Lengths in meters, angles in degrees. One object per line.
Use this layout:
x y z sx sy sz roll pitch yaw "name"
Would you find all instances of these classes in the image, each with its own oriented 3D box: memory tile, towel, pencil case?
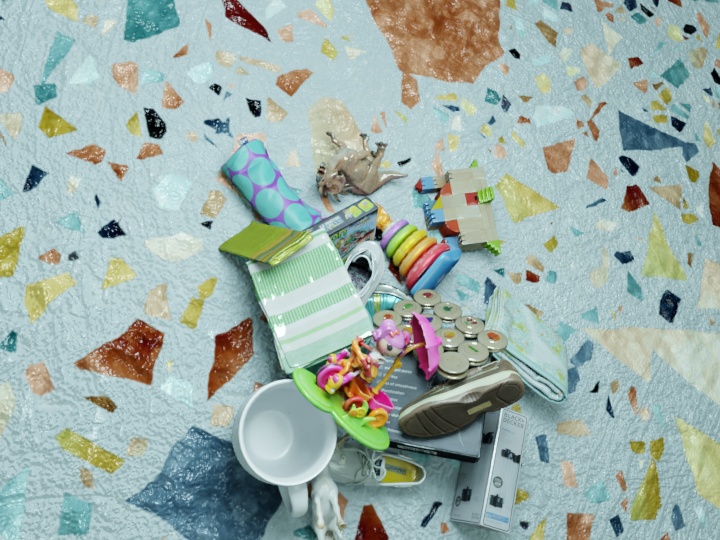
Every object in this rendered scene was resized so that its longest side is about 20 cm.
0.127 0.097 1.117 0.152 0.017 0.199 -23 41 -35 "memory tile"
-0.082 0.043 1.064 0.151 0.023 0.202 -24 65 -3 "towel"
-0.153 -0.137 1.207 0.092 0.085 0.201 -39 92 -11 "pencil case"
-0.161 -0.048 1.124 0.086 0.199 0.018 -36 117 -26 "towel"
0.315 0.136 1.294 0.199 0.048 0.172 40 35 -8 "towel"

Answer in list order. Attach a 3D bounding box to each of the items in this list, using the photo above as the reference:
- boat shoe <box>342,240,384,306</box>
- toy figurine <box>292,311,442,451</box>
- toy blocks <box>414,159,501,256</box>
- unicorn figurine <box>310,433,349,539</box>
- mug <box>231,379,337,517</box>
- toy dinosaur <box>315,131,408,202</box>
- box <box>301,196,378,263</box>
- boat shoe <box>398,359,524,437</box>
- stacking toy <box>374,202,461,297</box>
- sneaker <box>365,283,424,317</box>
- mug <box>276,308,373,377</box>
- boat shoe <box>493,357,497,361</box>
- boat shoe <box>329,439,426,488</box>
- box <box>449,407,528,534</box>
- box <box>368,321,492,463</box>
0.000 0.000 1.158 0.071 0.069 0.201 26 40 7 "boat shoe"
0.029 0.134 1.001 0.199 0.151 0.184 35 102 -35 "toy figurine"
0.184 -0.116 1.339 0.134 0.100 0.203 -8 77 -11 "toy blocks"
-0.049 0.362 1.072 0.073 0.138 0.203 8 116 -18 "unicorn figurine"
-0.120 0.276 1.054 0.146 0.175 0.203 -13 81 -21 "mug"
-0.010 -0.178 1.281 0.198 0.085 0.138 19 79 -33 "toy dinosaur"
-0.059 -0.043 1.203 0.199 0.111 0.035 -31 61 -25 "box"
0.152 0.195 1.068 0.199 0.075 0.075 -19 123 6 "boat shoe"
0.079 -0.053 1.274 0.200 0.110 0.116 45 21 12 "stacking toy"
0.018 0.060 1.237 0.197 0.077 0.081 12 86 -10 "sneaker"
-0.071 0.108 1.149 0.150 0.115 0.186 -5 44 -29 "mug"
0.203 0.197 1.262 0.199 0.070 0.071 -35 89 -25 "boat shoe"
0.020 0.329 1.145 0.199 0.086 0.076 18 70 -16 "boat shoe"
0.226 0.347 1.205 0.059 0.117 0.203 20 68 -15 "box"
0.115 0.204 1.159 0.197 0.124 0.200 9 72 10 "box"
